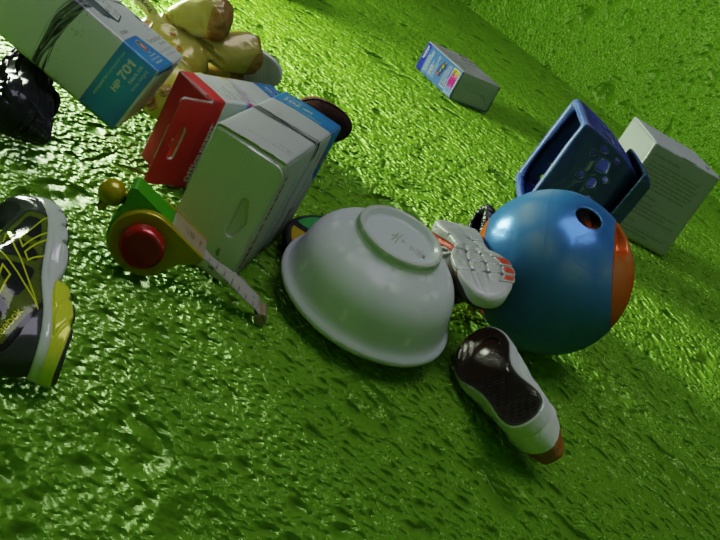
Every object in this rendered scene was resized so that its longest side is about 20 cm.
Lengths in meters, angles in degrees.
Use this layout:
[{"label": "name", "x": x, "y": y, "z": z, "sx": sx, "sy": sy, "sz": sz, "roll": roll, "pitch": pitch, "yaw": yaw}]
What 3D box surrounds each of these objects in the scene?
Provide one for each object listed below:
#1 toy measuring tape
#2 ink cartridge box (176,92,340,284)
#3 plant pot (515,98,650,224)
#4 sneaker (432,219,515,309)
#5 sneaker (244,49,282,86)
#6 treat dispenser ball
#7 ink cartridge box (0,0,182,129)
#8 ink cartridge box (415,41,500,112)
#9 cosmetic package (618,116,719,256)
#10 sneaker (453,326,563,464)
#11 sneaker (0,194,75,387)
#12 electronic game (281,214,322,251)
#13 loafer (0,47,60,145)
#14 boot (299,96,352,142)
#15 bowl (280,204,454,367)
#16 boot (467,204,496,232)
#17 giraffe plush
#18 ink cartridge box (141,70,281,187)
[{"label": "toy measuring tape", "x": -0.174, "y": -0.006, "z": 0.867, "sx": 0.200, "sy": 0.073, "sz": 0.074, "roll": 47, "pitch": 16, "yaw": -23}, {"label": "ink cartridge box", "x": -0.110, "y": -0.094, "z": 0.981, "sx": 0.085, "sy": 0.147, "sz": 0.200, "roll": 33, "pitch": 23, "yaw": 3}, {"label": "plant pot", "x": 0.417, "y": -0.172, "z": 1.722, "sx": 0.179, "sy": 0.201, "sz": 0.200, "roll": 34, "pitch": 22, "yaw": -6}, {"label": "sneaker", "x": 0.120, "y": 0.011, "z": 1.059, "sx": 0.076, "sy": 0.083, "sz": 0.200, "roll": 15, "pitch": 20, "yaw": -11}, {"label": "sneaker", "x": -0.191, "y": -0.298, "z": 1.324, "sx": 0.197, "sy": 0.072, "sz": 0.099, "roll": 9, "pitch": 18, "yaw": 16}, {"label": "treat dispenser ball", "x": 0.233, "y": 0.002, "z": 1.139, "sx": 0.199, "sy": 0.202, "sz": 0.202, "roll": 25, "pitch": 24, "yaw": -12}, {"label": "ink cartridge box", "x": -0.303, "y": -0.257, "z": 0.990, "sx": 0.200, "sy": 0.086, "sz": 0.147, "roll": 42, "pitch": 14, "yaw": -13}, {"label": "ink cartridge box", "x": 0.227, "y": -0.475, "z": 2.235, "sx": 0.135, "sy": 0.077, "sz": 0.201, "roll": 12, "pitch": 31, "yaw": -39}, {"label": "cosmetic package", "x": 0.603, "y": -0.176, "z": 1.941, "sx": 0.166, "sy": 0.201, "sz": 0.167, "roll": 26, "pitch": 23, "yaw": -13}, {"label": "sneaker", "x": 0.155, "y": 0.135, "z": 0.978, "sx": 0.085, "sy": 0.072, "sz": 0.200, "roll": 55, "pitch": 6, "yaw": -26}, {"label": "sneaker", "x": -0.267, "y": 0.001, "z": 0.696, "sx": 0.084, "sy": 0.075, "sz": 0.201, "roll": 13, "pitch": 29, "yaw": -34}, {"label": "electronic game", "x": 0.000, "y": 0.000, "z": 1.062, "sx": 0.198, "sy": 0.042, "sz": 0.201, "roll": 26, "pitch": 24, "yaw": -12}, {"label": "loafer", "x": -0.356, "y": -0.186, "z": 0.982, "sx": 0.070, "sy": 0.068, "sz": 0.201, "roll": 42, "pitch": 11, "yaw": -32}, {"label": "boot", "x": -0.084, "y": -0.186, "z": 1.304, "sx": 0.198, "sy": 0.073, "sz": 0.167, "roll": 10, "pitch": 32, "yaw": -27}, {"label": "bowl", "x": 0.023, "y": -0.004, "z": 0.960, "sx": 0.199, "sy": 0.091, "sz": 0.202, "roll": 21, "pitch": 33, "yaw": -14}, {"label": "boot", "x": 0.231, "y": -0.007, "z": 1.303, "sx": 0.157, "sy": 0.080, "sz": 0.211, "roll": 31, "pitch": 12, "yaw": -17}, {"label": "giraffe plush", "x": -0.230, "y": -0.249, "z": 1.168, "sx": 0.199, "sy": 0.172, "sz": 0.164, "roll": 29, "pitch": 42, "yaw": -32}, {"label": "ink cartridge box", "x": -0.172, "y": -0.160, "z": 1.077, "sx": 0.067, "sy": 0.117, "sz": 0.199, "roll": 43, "pitch": 25, "yaw": 26}]
